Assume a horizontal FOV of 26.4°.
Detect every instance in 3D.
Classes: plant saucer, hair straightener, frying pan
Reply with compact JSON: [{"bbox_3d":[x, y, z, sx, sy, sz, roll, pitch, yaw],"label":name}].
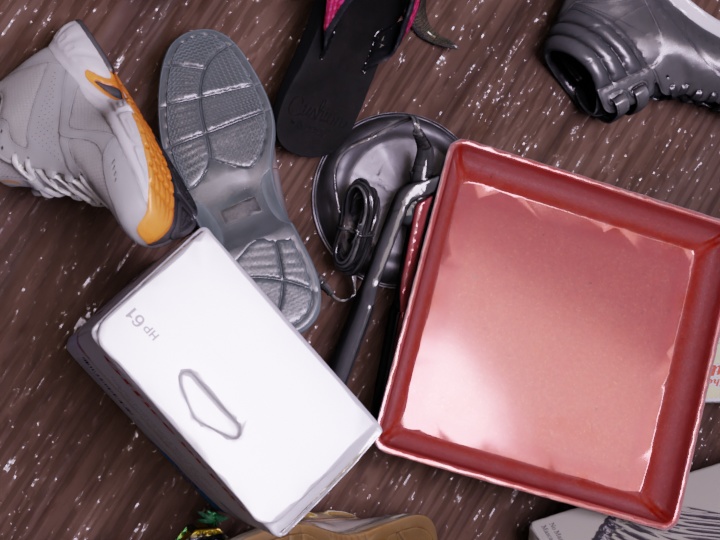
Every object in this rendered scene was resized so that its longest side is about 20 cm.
[{"bbox_3d":[0.122,0.041,0.963,0.199,0.037,0.200,16,81,-8],"label":"plant saucer"},{"bbox_3d":[0.000,0.000,0.949,0.077,0.041,0.200,11,101,-9],"label":"hair straightener"},{"bbox_3d":[0.039,-0.011,0.990,0.115,0.031,0.190,-20,89,-12],"label":"frying pan"}]

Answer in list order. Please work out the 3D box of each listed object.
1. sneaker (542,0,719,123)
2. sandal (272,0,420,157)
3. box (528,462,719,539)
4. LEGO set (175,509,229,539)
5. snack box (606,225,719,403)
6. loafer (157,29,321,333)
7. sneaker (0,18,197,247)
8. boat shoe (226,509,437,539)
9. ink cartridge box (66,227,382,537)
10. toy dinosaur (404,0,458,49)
[{"bbox_3d":[0.206,-0.122,1.019,0.200,0.071,0.099,36,80,-3],"label":"sneaker"},{"bbox_3d":[0.004,-0.157,0.936,0.075,0.045,0.200,10,109,-31],"label":"sandal"},{"bbox_3d":[0.211,0.180,0.979,0.200,0.082,0.068,-16,132,-15],"label":"box"},{"bbox_3d":[-0.125,0.238,0.882,0.153,0.116,0.201,6,85,-13],"label":"LEGO set"},{"bbox_3d":[0.253,0.031,1.032,0.199,0.037,0.117,2,84,-14],"label":"snack box"},{"bbox_3d":[-0.080,-0.047,0.947,0.072,0.063,0.200,-16,79,-12],"label":"loafer"},{"bbox_3d":[-0.161,-0.062,0.880,0.092,0.200,0.076,-33,131,-4],"label":"sneaker"},{"bbox_3d":[-0.036,0.178,0.892,0.200,0.069,0.074,5,82,-50],"label":"boat shoe"},{"bbox_3d":[-0.083,0.064,0.863,0.085,0.200,0.145,-43,97,-13],"label":"ink cartridge box"},{"bbox_3d":[-0.004,-0.216,0.968,0.200,0.077,0.102,37,92,-4],"label":"toy dinosaur"}]
